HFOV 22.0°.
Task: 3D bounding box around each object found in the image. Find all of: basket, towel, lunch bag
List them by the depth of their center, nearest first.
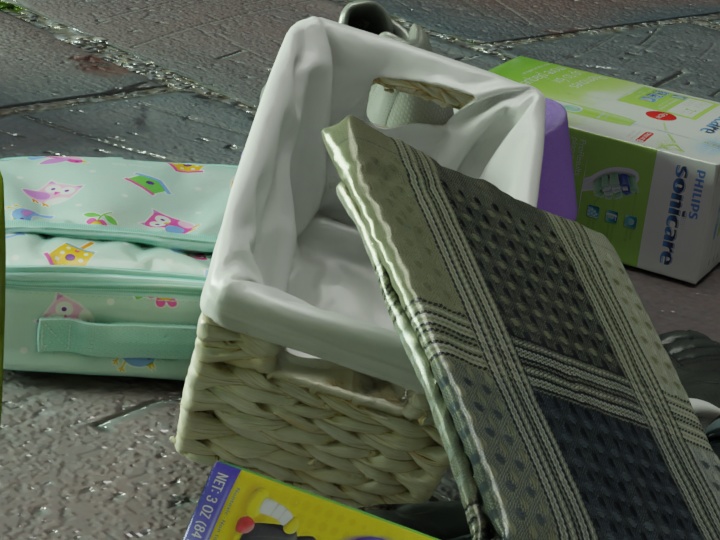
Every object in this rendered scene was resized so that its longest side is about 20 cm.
[{"bbox_3d":[0.073,0.045,0.716,0.192,0.034,0.201,21,38,-44],"label":"towel"},{"bbox_3d":[0.000,0.000,0.859,0.135,0.124,0.201,17,44,-4],"label":"basket"},{"bbox_3d":[-0.117,-0.002,0.986,0.198,0.078,0.161,2,23,-12],"label":"lunch bag"}]

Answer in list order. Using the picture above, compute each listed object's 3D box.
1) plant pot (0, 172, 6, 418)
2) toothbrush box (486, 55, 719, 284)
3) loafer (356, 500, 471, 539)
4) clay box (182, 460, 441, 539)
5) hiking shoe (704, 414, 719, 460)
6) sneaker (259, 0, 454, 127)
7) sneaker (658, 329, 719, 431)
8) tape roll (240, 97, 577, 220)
[{"bbox_3d":[-0.213,0.083,0.588,0.198,0.200,0.182,2,28,-14],"label":"plant pot"},{"bbox_3d":[0.164,-0.073,1.253,0.199,0.087,0.145,18,24,24],"label":"toothbrush box"},{"bbox_3d":[0.013,0.125,0.725,0.199,0.073,0.072,5,10,-32],"label":"loafer"},{"bbox_3d":[0.019,0.144,0.578,0.199,0.116,0.048,14,-14,34],"label":"clay box"},{"bbox_3d":[0.205,0.140,0.761,0.199,0.075,0.087,31,60,35],"label":"hiking shoe"},{"bbox_3d":[-0.003,-0.109,1.045,0.075,0.093,0.200,-17,18,-25],"label":"sneaker"},{"bbox_3d":[0.141,0.077,0.885,0.199,0.071,0.099,-5,21,-43],"label":"sneaker"},{"bbox_3d":[0.030,-0.054,1.122,0.198,0.066,0.200,-8,17,3],"label":"tape roll"}]
